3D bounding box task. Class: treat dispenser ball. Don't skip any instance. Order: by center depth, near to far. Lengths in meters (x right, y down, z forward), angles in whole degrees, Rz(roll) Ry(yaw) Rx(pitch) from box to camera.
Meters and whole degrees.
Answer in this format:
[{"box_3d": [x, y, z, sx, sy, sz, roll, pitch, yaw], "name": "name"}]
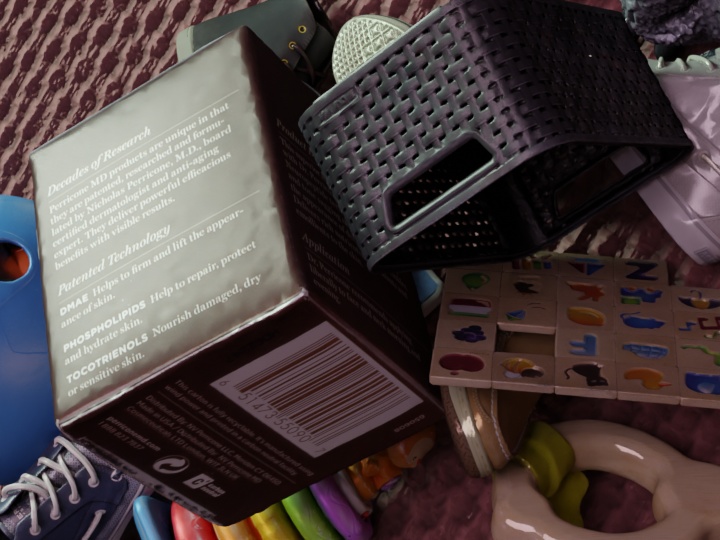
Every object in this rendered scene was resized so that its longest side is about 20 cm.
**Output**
[{"box_3d": [-0.257, 0.048, 1.188, 0.200, 0.200, 0.203, -8, 74, 30], "name": "treat dispenser ball"}]

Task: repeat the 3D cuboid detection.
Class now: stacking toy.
[{"box_3d": [-0.034, 0.155, 1.097, 0.199, 0.116, 0.110, -33, 67, 6], "name": "stacking toy"}]

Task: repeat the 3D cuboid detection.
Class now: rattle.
[{"box_3d": [0.168, 0.172, 0.982, 0.198, 0.130, 0.144, 8, 106, 1], "name": "rattle"}]

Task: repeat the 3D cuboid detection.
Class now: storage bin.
[{"box_3d": [0.078, -0.074, 0.937, 0.135, 0.199, 0.094, -34, 74, 29], "name": "storage bin"}]

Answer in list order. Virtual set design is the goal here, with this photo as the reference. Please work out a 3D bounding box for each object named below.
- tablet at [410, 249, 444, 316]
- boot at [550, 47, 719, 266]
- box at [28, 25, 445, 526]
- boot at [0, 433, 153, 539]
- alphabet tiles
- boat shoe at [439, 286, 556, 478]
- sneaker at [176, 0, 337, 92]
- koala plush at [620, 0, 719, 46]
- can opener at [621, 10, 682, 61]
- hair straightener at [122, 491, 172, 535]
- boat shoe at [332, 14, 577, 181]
[{"box_3d": [-0.047, -0.006, 1.165, 0.130, 0.014, 0.200, -40, 58, -5], "name": "tablet"}, {"box_3d": [0.185, -0.105, 1.035, 0.096, 0.073, 0.200, -42, 69, 15], "name": "boot"}, {"box_3d": [-0.073, 0.008, 0.988, 0.164, 0.166, 0.201, -29, 51, 18], "name": "box"}, {"box_3d": [-0.188, 0.141, 1.109, 0.073, 0.090, 0.201, 41, 122, 27], "name": "boot"}, {"box_3d": [0.144, 0.030, 0.967, 0.198, 0.167, 0.008, 5, 116, 5], "name": "alphabet tiles"}, {"box_3d": [0.091, 0.045, 1.001, 0.076, 0.072, 0.200, -10, 31, 12], "name": "boat shoe"}, {"box_3d": [-0.059, -0.112, 1.164, 0.106, 0.075, 0.201, -26, 57, 14], "name": "sneaker"}, {"box_3d": [0.256, -0.155, 0.929, 0.200, 0.177, 0.184, 39, 145, 4], "name": "koala plush"}, {"box_3d": [0.211, -0.227, 1.052, 0.063, 0.078, 0.201, 34, 107, 28], "name": "can opener"}, {"box_3d": [-0.103, 0.136, 1.153, 0.199, 0.077, 0.041, -24, 104, 18], "name": "hair straightener"}, {"box_3d": [0.061, -0.111, 1.113, 0.199, 0.062, 0.075, 29, 108, 35], "name": "boat shoe"}]
